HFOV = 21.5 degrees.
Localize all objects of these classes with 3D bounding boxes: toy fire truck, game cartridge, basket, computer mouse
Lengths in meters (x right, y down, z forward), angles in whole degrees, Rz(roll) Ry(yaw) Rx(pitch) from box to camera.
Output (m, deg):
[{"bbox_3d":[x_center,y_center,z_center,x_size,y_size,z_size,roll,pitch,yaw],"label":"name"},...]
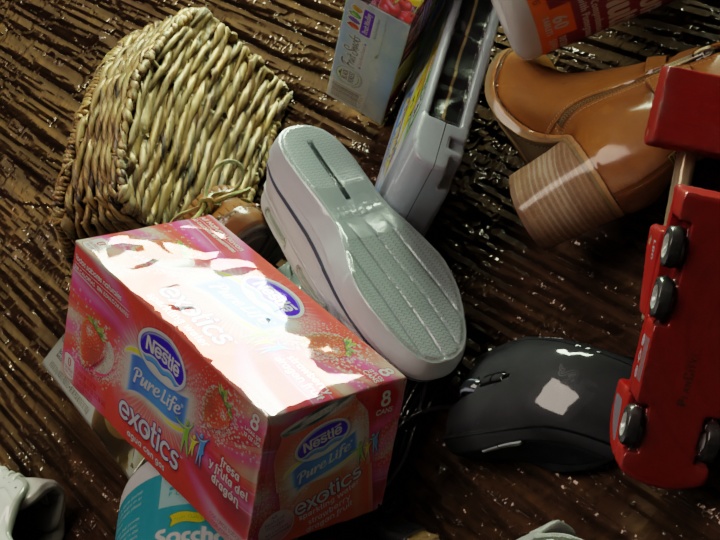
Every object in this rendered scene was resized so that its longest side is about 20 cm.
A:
[{"bbox_3d":[0.166,0.000,0.978,0.141,0.048,0.201,-92,13,-80],"label":"toy fire truck"},{"bbox_3d":[0.047,-0.099,1.232,0.134,0.040,0.201,111,177,-51],"label":"game cartridge"},{"bbox_3d":[-0.169,-0.087,1.445,0.148,0.143,0.201,-14,47,42],"label":"basket"},{"bbox_3d":[0.066,0.094,1.062,0.199,0.046,0.141,5,61,53],"label":"computer mouse"}]

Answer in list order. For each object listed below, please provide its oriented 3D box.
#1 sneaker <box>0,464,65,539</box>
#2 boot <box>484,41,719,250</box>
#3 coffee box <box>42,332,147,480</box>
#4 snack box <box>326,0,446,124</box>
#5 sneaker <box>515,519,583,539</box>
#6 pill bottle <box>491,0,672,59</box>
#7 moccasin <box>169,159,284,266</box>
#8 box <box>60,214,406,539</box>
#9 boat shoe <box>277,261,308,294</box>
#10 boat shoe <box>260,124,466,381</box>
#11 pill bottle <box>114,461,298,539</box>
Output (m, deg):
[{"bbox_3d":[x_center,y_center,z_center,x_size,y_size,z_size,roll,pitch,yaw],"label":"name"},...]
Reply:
[{"bbox_3d":[-0.255,0.174,1.369,0.099,0.078,0.200,-38,43,8],"label":"sneaker"},{"bbox_3d":[0.157,-0.106,1.130,0.155,0.077,0.200,-30,23,16],"label":"boot"},{"bbox_3d":[-0.128,0.075,1.290,0.113,0.080,0.200,-52,32,0],"label":"coffee box"},{"bbox_3d":[0.037,-0.198,1.291,0.143,0.053,0.200,-61,-2,-14],"label":"snack box"},{"bbox_3d":[0.093,0.193,0.907,0.115,0.075,0.201,-36,34,19],"label":"sneaker"},{"bbox_3d":[0.168,-0.212,1.140,0.199,0.110,0.110,-22,37,4],"label":"pill bottle"},{"bbox_3d":[-0.092,-0.026,1.277,0.073,0.078,0.201,-36,2,0],"label":"moccasin"},{"bbox_3d":[-0.077,0.059,1.093,0.200,0.102,0.095,39,129,40],"label":"box"},{"bbox_3d":[-0.022,0.037,1.203,0.072,0.070,0.201,-49,27,4],"label":"boat shoe"},{"bbox_3d":[0.000,0.000,1.148,0.201,0.073,0.067,61,143,35],"label":"boat shoe"},{"bbox_3d":[-0.092,0.180,1.111,0.111,0.111,0.201,-31,38,28],"label":"pill bottle"}]
